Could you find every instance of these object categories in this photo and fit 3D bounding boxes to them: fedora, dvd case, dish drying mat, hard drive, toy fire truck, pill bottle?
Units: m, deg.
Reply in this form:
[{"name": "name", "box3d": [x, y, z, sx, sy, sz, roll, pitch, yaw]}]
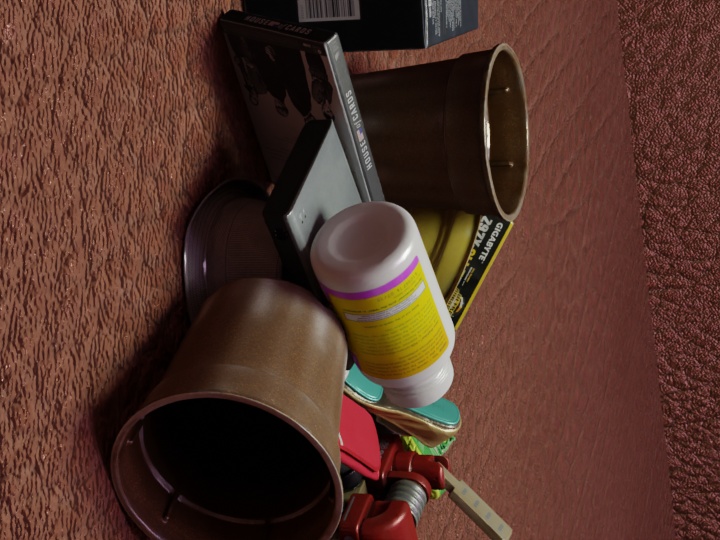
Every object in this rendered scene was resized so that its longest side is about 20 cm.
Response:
[{"name": "fedora", "box3d": [-0.089, -0.002, 1.485, 0.200, 0.089, 0.180, -13, 101, -69]}, {"name": "dvd case", "box3d": [-0.057, -0.156, 1.507, 0.025, 0.149, 0.202, -43, 133, -30]}, {"name": "dish drying mat", "box3d": [-0.015, 0.168, 1.603, 0.200, 0.018, 0.078, 44, 36, -65]}, {"name": "hard drive", "box3d": [-0.031, -0.023, 1.465, 0.140, 0.032, 0.201, -68, 148, -42]}, {"name": "toy fire truck", "box3d": [0.058, 0.275, 1.712, 0.177, 0.197, 0.130, -62, 144, -52]}, {"name": "pill bottle", "box3d": [0.029, 0.039, 1.430, 0.201, 0.103, 0.105, 67, 30, -41]}]

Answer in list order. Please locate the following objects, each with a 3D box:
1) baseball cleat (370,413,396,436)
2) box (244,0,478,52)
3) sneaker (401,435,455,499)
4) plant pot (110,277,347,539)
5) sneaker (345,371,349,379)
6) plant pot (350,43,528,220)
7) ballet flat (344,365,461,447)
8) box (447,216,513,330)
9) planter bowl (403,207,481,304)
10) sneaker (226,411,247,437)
[{"name": "baseball cleat", "box3d": [0.003, 0.106, 1.781, 0.106, 0.069, 0.203, -8, 86, -63]}, {"name": "box", "box3d": [0.004, -0.299, 1.595, 0.196, 0.197, 0.126, -38, 126, -64]}, {"name": "sneaker", "box3d": [0.083, 0.196, 1.866, 0.201, 0.082, 0.075, -103, -176, -54]}, {"name": "plant pot", "box3d": [-0.096, 0.122, 1.338, 0.199, 0.197, 0.202, -74, 154, -53]}, {"name": "sneaker", "box3d": [-0.048, 0.096, 1.596, 0.200, 0.074, 0.082, -43, 116, -62]}, {"name": "plant pot", "box3d": [0.079, -0.156, 1.770, 0.200, 0.195, 0.203, -1, 90, -70]}, {"name": "ballet flat", "box3d": [0.020, 0.147, 1.726, 0.063, 0.198, 0.069, -51, -166, 39]}, {"name": "box", "box3d": [0.130, -0.036, 1.945, 0.161, 0.049, 0.200, -62, -168, 18]}, {"name": "planter bowl", "box3d": [0.069, -0.024, 1.871, 0.200, 0.083, 0.203, -157, -90, -80]}, {"name": "sneaker", "box3d": [-0.078, 0.192, 1.513, 0.200, 0.084, 0.078, 56, 38, -54]}]
